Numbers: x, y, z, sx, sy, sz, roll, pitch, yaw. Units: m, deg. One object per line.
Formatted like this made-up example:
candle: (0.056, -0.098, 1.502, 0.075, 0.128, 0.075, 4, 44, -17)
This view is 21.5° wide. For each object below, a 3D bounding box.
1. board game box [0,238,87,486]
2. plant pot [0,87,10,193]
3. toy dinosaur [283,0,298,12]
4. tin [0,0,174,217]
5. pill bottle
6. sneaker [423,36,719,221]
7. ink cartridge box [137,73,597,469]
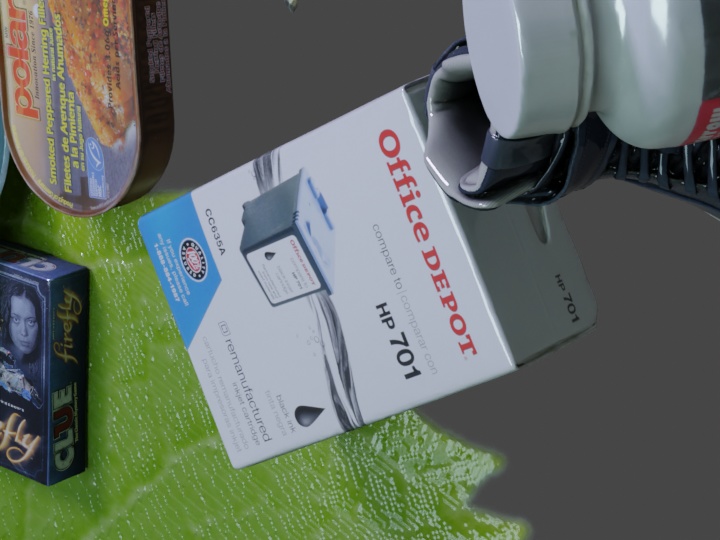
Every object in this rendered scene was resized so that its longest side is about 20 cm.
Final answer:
board game box: (-0.256, 0.041, 1.204, 0.199, 0.034, 0.137, 16, 112, 33)
plant pot: (-0.324, -0.084, 1.139, 0.134, 0.199, 0.202, 15, 115, 63)
toy dinosaur: (-0.092, -0.226, 0.995, 0.200, 0.047, 0.089, 38, 133, 21)
tin: (-0.158, -0.132, 1.077, 0.111, 0.042, 0.202, 8, 108, 32)
pill bottle: (0.144, -0.108, 0.736, 0.111, 0.198, 0.112, 169, 90, -81)
sneaker: (0.121, -0.052, 0.816, 0.201, 0.146, 0.078, 24, 115, 28)
ink cartridge box: (0.000, 0.000, 0.963, 0.199, 0.086, 0.148, -23, 88, 41)
